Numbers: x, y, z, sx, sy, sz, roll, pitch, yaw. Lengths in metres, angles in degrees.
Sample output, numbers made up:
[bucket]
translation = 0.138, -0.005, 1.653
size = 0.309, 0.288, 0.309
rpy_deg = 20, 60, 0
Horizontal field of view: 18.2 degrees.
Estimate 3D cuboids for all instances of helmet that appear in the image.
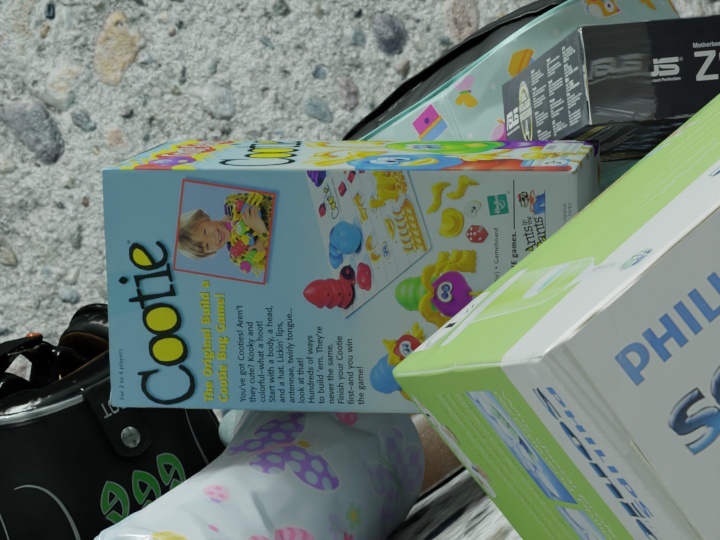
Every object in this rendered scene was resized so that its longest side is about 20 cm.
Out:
[helmet]
translation = -0.157, 0.135, 1.238
size = 0.198, 0.192, 0.200
rpy_deg = -13, 19, 5

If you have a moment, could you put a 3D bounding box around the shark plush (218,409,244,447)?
[shark plush]
translation = -0.036, 0.088, 1.110
size = 0.083, 0.090, 0.201
rpy_deg = -54, -8, -36

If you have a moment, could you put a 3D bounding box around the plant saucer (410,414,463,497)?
[plant saucer]
translation = 0.073, 0.047, 1.124
size = 0.200, 0.035, 0.200
rpy_deg = -39, 1, 1

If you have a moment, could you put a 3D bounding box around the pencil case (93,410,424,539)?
[pencil case]
translation = -0.043, 0.111, 0.961
size = 0.083, 0.091, 0.200
rpy_deg = -21, 12, 30

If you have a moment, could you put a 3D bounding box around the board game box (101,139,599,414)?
[board game box]
translation = 0.000, 0.000, 0.962
size = 0.198, 0.106, 0.103
rpy_deg = 1, 10, 11

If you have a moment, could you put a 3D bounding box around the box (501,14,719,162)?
[box]
translation = 0.160, -0.082, 1.039
size = 0.160, 0.050, 0.200
rpy_deg = -7, -2, -6

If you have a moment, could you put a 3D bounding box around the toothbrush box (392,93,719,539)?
[toothbrush box]
translation = 0.099, 0.008, 0.520
size = 0.145, 0.086, 0.200
rpy_deg = -40, 0, -9

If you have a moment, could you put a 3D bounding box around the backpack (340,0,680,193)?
[backpack]
translation = 0.104, -0.069, 1.240
size = 0.200, 0.154, 0.175
rpy_deg = -43, -15, 33
